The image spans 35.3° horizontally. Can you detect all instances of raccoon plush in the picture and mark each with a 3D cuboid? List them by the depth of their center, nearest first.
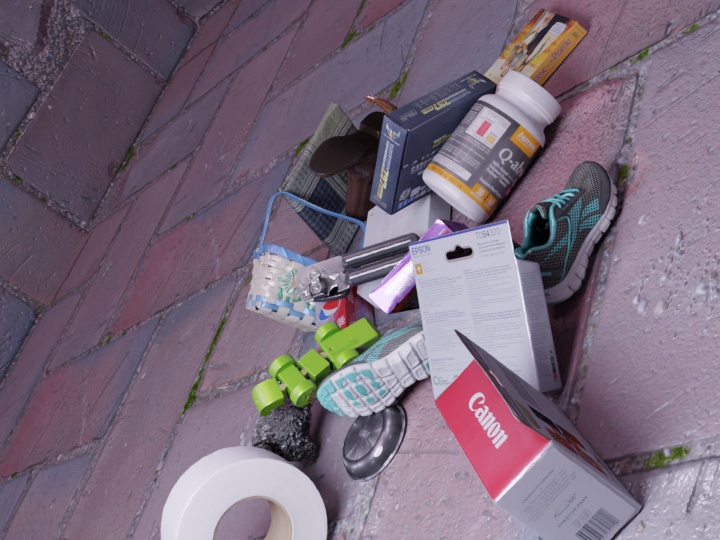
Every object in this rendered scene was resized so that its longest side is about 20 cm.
[{"bbox_3d":[-0.102,0.196,1.569,0.200,0.097,0.134,-120,37,-87],"label":"raccoon plush"}]

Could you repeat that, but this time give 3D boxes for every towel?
[{"bbox_3d":[-0.043,-0.154,1.922,0.035,0.193,0.200,8,61,43],"label":"towel"}]

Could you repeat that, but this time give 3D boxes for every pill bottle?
[{"bbox_3d":[0.189,-0.177,1.612,0.200,0.116,0.116,-53,24,1],"label":"pill bottle"}]

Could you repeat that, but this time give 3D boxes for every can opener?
[{"bbox_3d":[0.000,0.000,1.651,0.200,0.067,0.053,-17,71,14],"label":"can opener"}]

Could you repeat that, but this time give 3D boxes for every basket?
[{"bbox_3d":[-0.087,-0.009,1.822,0.139,0.176,0.200,-18,56,66],"label":"basket"}]

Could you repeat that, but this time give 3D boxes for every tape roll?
[{"bbox_3d":[-0.146,0.326,1.424,0.203,0.202,0.071,-57,25,-10],"label":"tape roll"}]

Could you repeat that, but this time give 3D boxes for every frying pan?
[{"bbox_3d":[0.038,0.194,1.491,0.190,0.031,0.115,-51,26,9],"label":"frying pan"}]

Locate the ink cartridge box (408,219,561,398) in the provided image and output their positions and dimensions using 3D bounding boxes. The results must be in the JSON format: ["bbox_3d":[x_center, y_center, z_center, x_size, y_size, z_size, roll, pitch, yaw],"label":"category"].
[{"bbox_3d":[0.143,0.050,1.337,0.196,0.043,0.200,-12,86,56],"label":"ink cartridge box"}]

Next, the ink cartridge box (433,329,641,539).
[{"bbox_3d":[0.155,0.169,1.125,0.084,0.176,0.200,-49,23,8],"label":"ink cartridge box"}]

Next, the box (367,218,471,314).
[{"bbox_3d":[0.091,-0.005,1.523,0.137,0.039,0.200,-49,-10,10],"label":"box"}]

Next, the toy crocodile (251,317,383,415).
[{"bbox_3d":[-0.058,0.131,1.537,0.200,0.062,0.068,-34,61,-18],"label":"toy crocodile"}]

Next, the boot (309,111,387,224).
[{"bbox_3d":[-0.016,-0.136,1.837,0.186,0.064,0.200,-37,-30,-33],"label":"boot"}]

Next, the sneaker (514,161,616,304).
[{"bbox_3d":[0.244,-0.062,1.364,0.078,0.091,0.200,-9,48,47],"label":"sneaker"}]

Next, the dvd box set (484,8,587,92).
[{"bbox_3d":[0.257,-0.322,1.797,0.200,0.029,0.146,-49,24,7],"label":"dvd box set"}]

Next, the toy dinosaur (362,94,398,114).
[{"bbox_3d":[0.097,-0.232,1.811,0.105,0.200,0.182,-17,23,17],"label":"toy dinosaur"}]

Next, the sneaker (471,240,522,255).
[{"bbox_3d":[0.170,0.018,1.409,0.066,0.090,0.200,-39,27,31],"label":"sneaker"}]

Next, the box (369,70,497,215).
[{"bbox_3d":[0.107,-0.188,1.655,0.200,0.051,0.158,-31,-34,-36],"label":"box"}]

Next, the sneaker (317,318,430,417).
[{"bbox_3d":[0.035,0.125,1.503,0.200,0.078,0.091,-26,21,5],"label":"sneaker"}]

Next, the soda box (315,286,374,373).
[{"bbox_3d":[-0.022,0.093,1.678,0.063,0.070,0.200,-40,27,21],"label":"soda box"}]

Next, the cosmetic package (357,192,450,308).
[{"bbox_3d":[0.070,-0.056,1.744,0.151,0.052,0.200,-34,29,32],"label":"cosmetic package"}]
